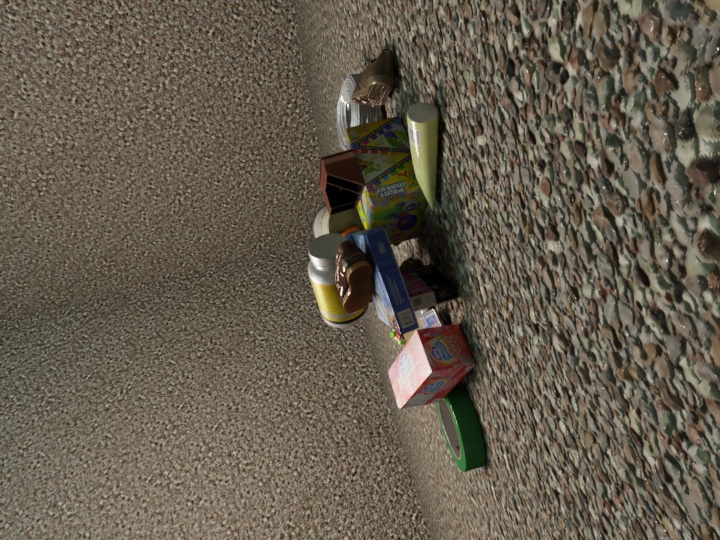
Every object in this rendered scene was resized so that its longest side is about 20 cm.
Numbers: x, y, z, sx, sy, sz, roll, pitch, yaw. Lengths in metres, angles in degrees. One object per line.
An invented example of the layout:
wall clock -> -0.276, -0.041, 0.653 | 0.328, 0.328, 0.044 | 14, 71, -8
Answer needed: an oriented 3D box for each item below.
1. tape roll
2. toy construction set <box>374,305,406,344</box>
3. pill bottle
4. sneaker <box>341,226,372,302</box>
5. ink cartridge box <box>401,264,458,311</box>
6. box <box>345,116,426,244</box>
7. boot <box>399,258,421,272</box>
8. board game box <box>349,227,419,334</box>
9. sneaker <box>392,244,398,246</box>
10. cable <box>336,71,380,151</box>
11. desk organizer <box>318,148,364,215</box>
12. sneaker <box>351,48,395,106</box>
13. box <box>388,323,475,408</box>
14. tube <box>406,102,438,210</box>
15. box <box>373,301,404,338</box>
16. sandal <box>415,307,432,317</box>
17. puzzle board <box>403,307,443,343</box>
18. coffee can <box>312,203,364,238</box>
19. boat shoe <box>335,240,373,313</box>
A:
tape roll -> 0.222, 0.347, 1.167 | 0.200, 0.048, 0.201 | 165, 90, -84
toy construction set -> 0.107, 0.148, 1.573 | 0.131, 0.092, 0.200 | 7, 122, 58
pill bottle -> -0.051, 0.022, 1.133 | 0.113, 0.112, 0.200 | -111, 6, -49
sneaker -> 0.000, 0.000, 1.210 | 0.078, 0.075, 0.200 | 47, 157, 53
ink cartridge box -> 0.124, 0.027, 1.075 | 0.200, 0.094, 0.037 | -123, 19, -73
box -> 0.052, -0.184, 1.121 | 0.200, 0.122, 0.193 | 89, 165, -66
boot -> 0.105, 0.010, 1.333 | 0.200, 0.075, 0.074 | 129, 125, -84
board game box -> 0.043, 0.015, 1.043 | 0.199, 0.043, 0.200 | -158, 47, -80
sneaker -> 0.076, -0.101, 1.358 | 0.200, 0.077, 0.091 | 92, 159, -76
cable -> -0.006, -0.390, 1.285 | 0.200, 0.069, 0.200 | -113, 23, -48
desk organizer -> -0.043, -0.182, 1.093 | 0.200, 0.072, 0.077 | 130, 122, -82
sneaker -> 0.034, -0.402, 1.090 | 0.200, 0.070, 0.076 | -161, 82, -73
box -> 0.140, 0.203, 1.071 | 0.200, 0.102, 0.095 | 112, 146, -52
tube -> 0.112, -0.198, 0.902 | 0.058, 0.052, 0.200 | -60, -24, -28
box -> 0.096, 0.093, 1.351 | 0.200, 0.050, 0.158 | 42, -159, -45
sandal -> 0.145, 0.094, 1.250 | 0.050, 0.082, 0.203 | -39, -58, -48
puzzle board -> 0.163, 0.178, 1.180 | 0.151, 0.017, 0.200 | 67, 157, 11
coffee can -> -0.035, -0.112, 1.330 | 0.200, 0.146, 0.147 | -164, 59, -74
boat shoe -> -0.014, 0.014, 1.022 | 0.070, 0.070, 0.200 | 58, 160, 26
